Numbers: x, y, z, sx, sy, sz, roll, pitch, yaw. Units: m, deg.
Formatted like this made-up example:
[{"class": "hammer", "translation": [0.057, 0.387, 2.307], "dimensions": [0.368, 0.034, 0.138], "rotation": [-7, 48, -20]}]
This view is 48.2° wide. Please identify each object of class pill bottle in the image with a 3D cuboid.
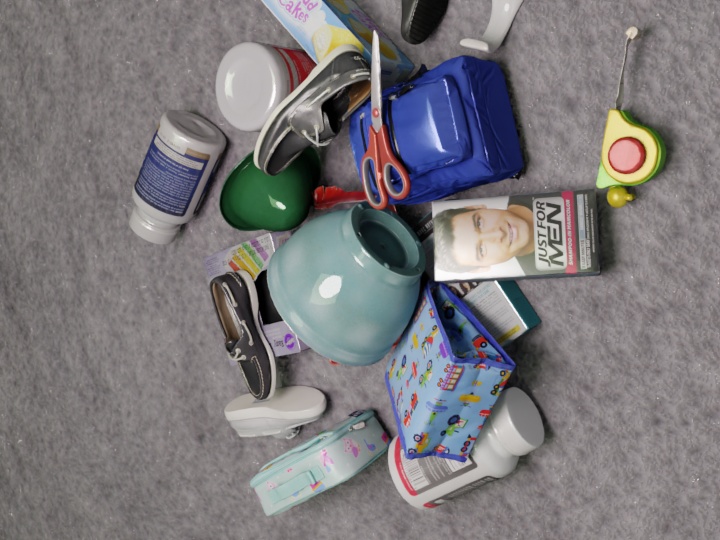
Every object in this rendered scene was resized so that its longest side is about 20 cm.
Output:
[{"class": "pill bottle", "translation": [-0.304, -0.148, 1.310], "dimensions": [0.111, 0.110, 0.202], "rotation": [41, 116, 22]}, {"class": "pill bottle", "translation": [0.141, 0.233, 1.071], "dimensions": [0.199, 0.110, 0.112], "rotation": [-35, 78, 32]}, {"class": "pill bottle", "translation": [-0.094, -0.246, 1.102], "dimensions": [0.111, 0.199, 0.114], "rotation": [6, 100, 33]}]

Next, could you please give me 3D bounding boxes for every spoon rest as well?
[{"class": "spoon rest", "translation": [0.180, -0.365, 0.997], "dimensions": [0.098, 0.060, 0.203], "rotation": [22, 96, 28]}]

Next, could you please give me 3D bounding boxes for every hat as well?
[{"class": "hat", "translation": [-0.088, -0.067, 1.115], "dimensions": [0.177, 0.164, 0.201], "rotation": [55, 164, 28]}]

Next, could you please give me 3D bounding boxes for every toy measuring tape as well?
[{"class": "toy measuring tape", "translation": [0.319, -0.170, 0.918], "dimensions": [0.073, 0.073, 0.203], "rotation": [15, 106, 31]}]

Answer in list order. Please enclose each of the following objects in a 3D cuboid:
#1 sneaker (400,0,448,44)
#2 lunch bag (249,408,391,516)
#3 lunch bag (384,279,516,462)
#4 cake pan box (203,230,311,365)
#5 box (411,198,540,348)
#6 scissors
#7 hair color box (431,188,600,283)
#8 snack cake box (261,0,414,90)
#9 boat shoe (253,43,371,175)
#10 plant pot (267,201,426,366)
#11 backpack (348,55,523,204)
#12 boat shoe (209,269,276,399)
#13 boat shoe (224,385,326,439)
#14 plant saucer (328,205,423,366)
[{"class": "sneaker", "translation": [0.073, -0.398, 1.049], "dimensions": [0.088, 0.074, 0.203], "rotation": [17, 97, 30]}, {"class": "lunch bag", "translation": [-0.059, 0.281, 1.182], "dimensions": [0.199, 0.160, 0.078], "rotation": [-36, 78, 33]}, {"class": "lunch bag", "translation": [0.088, 0.115, 1.022], "dimensions": [0.152, 0.093, 0.201], "rotation": [-67, 28, 25]}, {"class": "cake pan box", "translation": [-0.154, 0.045, 1.257], "dimensions": [0.198, 0.052, 0.187], "rotation": [-14, 92, 45]}, {"class": "box", "translation": [0.146, 0.010, 1.070], "dimensions": [0.082, 0.049, 0.202], "rotation": [-39, 75, 31]}, {"class": "scissors", "translation": [0.015, -0.173, 0.951], "dimensions": [0.073, 0.014, 0.203], "rotation": [-4, 103, 47]}, {"class": "hair color box", "translation": [0.190, -0.039, 0.990], "dimensions": [0.197, 0.061, 0.101], "rotation": [-4, 86, 18]}, {"class": "snack cake box", "translation": [-0.031, -0.325, 1.100], "dimensions": [0.201, 0.114, 0.067], "rotation": [50, 119, 16]}, {"class": "boat shoe", "translation": [-0.060, -0.188, 1.009], "dimensions": [0.200, 0.071, 0.068], "rotation": [-44, 64, 20]}, {"class": "plant pot", "translation": [0.000, 0.000, 1.022], "dimensions": [0.134, 0.199, 0.201], "rotation": [-46, 72, 34]}, {"class": "backpack", "translation": [0.076, -0.174, 1.023], "dimensions": [0.198, 0.167, 0.165], "rotation": [-13, 85, 41]}, {"class": "boat shoe", "translation": [-0.179, 0.102, 1.218], "dimensions": [0.073, 0.060, 0.203], "rotation": [-8, 94, 45]}, {"class": "boat shoe", "translation": [-0.131, 0.235, 1.283], "dimensions": [0.197, 0.072, 0.069], "rotation": [-13, 111, 28]}, {"class": "plant saucer", "translation": [0.008, 0.019, 1.169], "dimensions": [0.198, 0.036, 0.203], "rotation": [-21, 85, 36]}]
